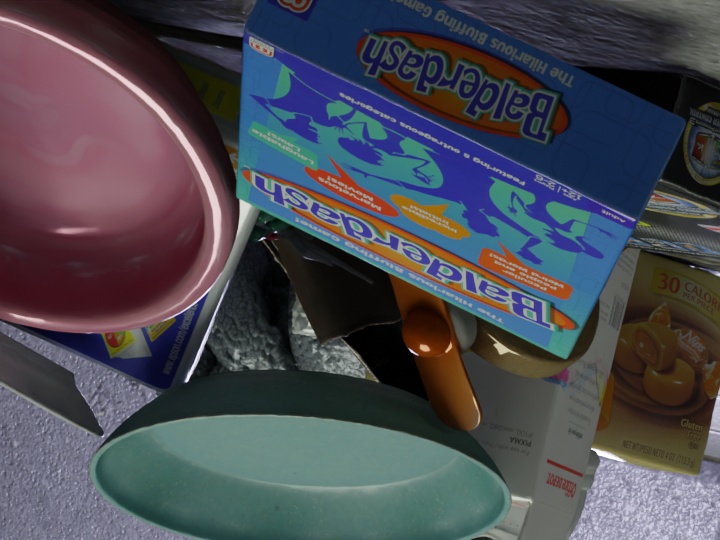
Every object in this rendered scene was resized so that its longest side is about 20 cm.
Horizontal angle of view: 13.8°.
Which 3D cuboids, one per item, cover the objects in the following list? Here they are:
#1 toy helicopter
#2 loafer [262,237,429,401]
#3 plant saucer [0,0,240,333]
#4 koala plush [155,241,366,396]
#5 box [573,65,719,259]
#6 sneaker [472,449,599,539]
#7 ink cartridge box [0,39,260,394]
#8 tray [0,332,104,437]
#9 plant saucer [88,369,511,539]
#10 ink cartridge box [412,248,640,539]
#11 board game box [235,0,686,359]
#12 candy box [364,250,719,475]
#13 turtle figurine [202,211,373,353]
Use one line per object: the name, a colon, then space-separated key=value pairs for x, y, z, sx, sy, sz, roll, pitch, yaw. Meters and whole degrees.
toy helicopter: x=0.025 y=-0.017 z=1.340 sx=0.200 sy=0.132 sz=0.079 roll=34 pitch=141 yaw=-19
loafer: x=0.000 y=0.000 z=1.500 sx=0.073 sy=0.071 sz=0.200 roll=-21 pitch=129 yaw=32
plant saucer: x=-0.142 y=-0.057 z=1.235 sx=0.200 sy=0.051 sz=0.201 roll=13 pitch=141 yaw=10
koala plush: x=-0.017 y=0.031 z=1.771 sx=0.200 sy=0.184 sz=0.177 roll=-7 pitch=162 yaw=43
box: x=0.104 y=-0.043 z=1.212 sx=0.160 sy=0.044 sz=0.200 roll=18 pitch=173 yaw=-42
sneaker: x=0.051 y=0.126 z=1.650 sx=0.075 sy=0.089 sz=0.200 roll=15 pitch=176 yaw=-30
ink cartridge box: x=-0.145 y=-0.045 z=1.326 sx=0.200 sy=0.047 sz=0.198 roll=25 pitch=143 yaw=-1
tray: x=-0.196 y=0.020 z=1.331 sx=0.107 sy=0.022 sz=0.200 roll=26 pitch=174 yaw=31
plant saucer: x=-0.027 y=0.088 z=1.403 sx=0.200 sy=0.036 sz=0.200 roll=3 pitch=157 yaw=1
ink cartridge box: x=0.082 y=0.059 z=1.511 sx=0.067 sy=0.200 sz=0.116 roll=12 pitch=174 yaw=17
board game box: x=0.030 y=-0.040 z=1.103 sx=0.152 sy=0.045 sz=0.200 roll=26 pitch=165 yaw=5
candy box: x=0.110 y=0.036 z=1.661 sx=0.200 sy=0.115 sz=0.055 roll=17 pitch=174 yaw=-26
turtle figurine: x=-0.093 y=-0.046 z=1.404 sx=0.200 sy=0.101 sz=0.150 roll=32 pitch=141 yaw=-20
